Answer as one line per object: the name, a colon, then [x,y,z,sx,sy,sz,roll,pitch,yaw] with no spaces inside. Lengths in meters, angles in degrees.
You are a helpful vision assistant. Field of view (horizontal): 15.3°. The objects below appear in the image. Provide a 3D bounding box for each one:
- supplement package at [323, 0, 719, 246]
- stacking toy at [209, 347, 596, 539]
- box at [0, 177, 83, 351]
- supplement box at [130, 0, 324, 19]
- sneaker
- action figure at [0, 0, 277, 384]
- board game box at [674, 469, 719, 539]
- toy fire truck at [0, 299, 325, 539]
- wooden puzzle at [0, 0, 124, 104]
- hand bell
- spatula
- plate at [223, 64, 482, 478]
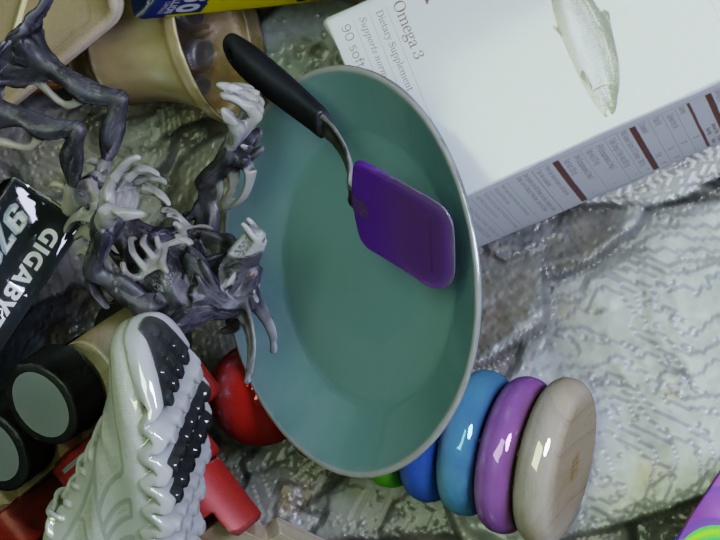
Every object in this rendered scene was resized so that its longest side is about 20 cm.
supplement package: [0.103,-0.104,1.352,0.200,0.117,0.117,-24,75,8]
stacking toy: [0.014,0.079,1.367,0.200,0.085,0.086,11,84,19]
box: [-0.226,0.047,1.371,0.046,0.159,0.200,35,79,-14]
supplement box: [-0.017,-0.203,1.353,0.200,0.109,0.110,-9,77,-25]
sneaker: [-0.112,0.110,1.256,0.081,0.075,0.200,8,120,11]
action figure: [-0.102,-0.040,1.286,0.200,0.119,0.102,42,129,-1]
board game box: [0.177,0.194,1.293,0.105,0.103,0.200,33,89,16]
toy fire truck: [-0.103,0.127,1.365,0.200,0.129,0.176,51,131,2]
wooden puzzle: [-0.208,-0.162,1.434,0.200,0.037,0.185,-38,61,33]
hand bell: [-0.162,-0.110,1.446,0.200,0.104,0.104,-11,78,24]
spatula: [-0.014,-0.058,1.277,0.021,0.057,0.200,-23,45,-19]
plate: [0.000,0.000,1.306,0.200,0.026,0.200,10,103,51]
